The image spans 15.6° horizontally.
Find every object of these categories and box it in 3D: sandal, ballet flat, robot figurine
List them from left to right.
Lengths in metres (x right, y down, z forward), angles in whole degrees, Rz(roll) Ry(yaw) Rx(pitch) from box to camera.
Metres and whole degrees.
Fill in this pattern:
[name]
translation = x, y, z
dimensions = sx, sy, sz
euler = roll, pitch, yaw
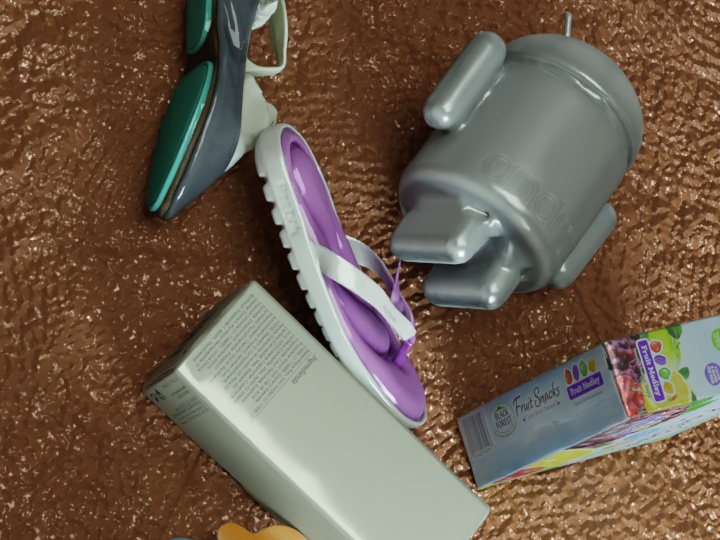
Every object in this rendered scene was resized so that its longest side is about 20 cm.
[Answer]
[ballet flat]
translation = -0.079, -0.118, 1.587
dimensions = 0.073, 0.073, 0.200
euler = 16, 68, -19
[sandal]
translation = -0.002, 0.003, 1.565
dimensions = 0.203, 0.050, 0.082
euler = 62, 21, -10
[robot figurine]
translation = 0.101, -0.066, 1.625
dimensions = 0.200, 0.113, 0.170
euler = -54, 128, -26

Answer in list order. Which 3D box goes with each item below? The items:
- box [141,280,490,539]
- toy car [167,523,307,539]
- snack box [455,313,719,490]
[box]
translation = -0.026, 0.105, 1.546
dimensions = 0.200, 0.068, 0.082
euler = 46, 64, -7
[toy car]
translation = -0.081, 0.203, 1.466
dimensions = 0.177, 0.184, 0.200
euler = 37, 35, -10
[snack box]
translation = 0.164, 0.074, 1.565
dimensions = 0.142, 0.200, 0.053
euler = -14, 81, -26
